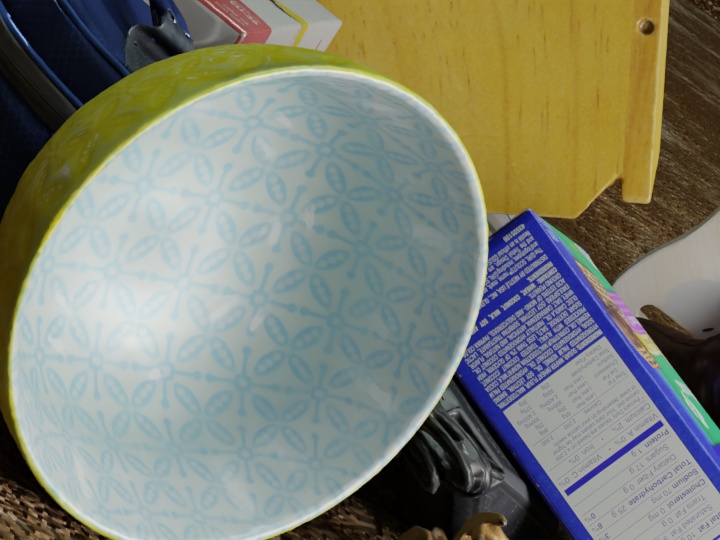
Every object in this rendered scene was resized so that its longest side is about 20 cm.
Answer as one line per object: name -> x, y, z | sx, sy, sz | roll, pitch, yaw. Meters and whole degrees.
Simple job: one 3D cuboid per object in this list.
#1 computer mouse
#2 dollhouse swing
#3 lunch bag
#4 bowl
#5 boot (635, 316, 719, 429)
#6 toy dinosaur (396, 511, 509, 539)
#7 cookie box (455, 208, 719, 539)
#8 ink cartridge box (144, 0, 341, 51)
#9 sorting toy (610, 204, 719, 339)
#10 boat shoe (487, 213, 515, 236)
computer mouse -> 0.028, 0.074, 1.128 | 0.139, 0.053, 0.200 | 56, 5, 29
dollhouse swing -> 0.075, -0.128, 1.491 | 0.199, 0.183, 0.176 | 4, 4, 8
lunch bag -> -0.139, -0.085, 1.094 | 0.136, 0.132, 0.200 | 47, 8, -34
bowl -> -0.062, -0.006, 0.987 | 0.200, 0.201, 0.108 | 22, 13, -41
boot -> 0.185, 0.116, 1.363 | 0.064, 0.187, 0.200 | -5, 0, -18
toy dinosaur -> 0.059, 0.145, 1.077 | 0.106, 0.060, 0.200 | 59, 14, -16
cookie box -> 0.121, 0.081, 1.191 | 0.200, 0.075, 0.171 | 55, 7, 13
ink cartridge box -> -0.080, -0.100, 1.346 | 0.067, 0.117, 0.200 | 38, 17, 8
sorting toy -> 0.242, 0.014, 1.545 | 0.200, 0.179, 0.107 | 56, 18, -53
boat shoe -> 0.061, -0.002, 1.436 | 0.200, 0.074, 0.067 | 43, 18, 26
